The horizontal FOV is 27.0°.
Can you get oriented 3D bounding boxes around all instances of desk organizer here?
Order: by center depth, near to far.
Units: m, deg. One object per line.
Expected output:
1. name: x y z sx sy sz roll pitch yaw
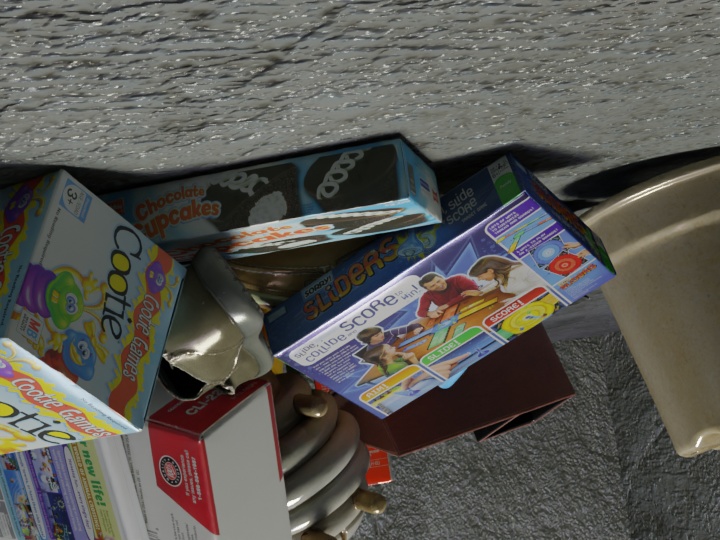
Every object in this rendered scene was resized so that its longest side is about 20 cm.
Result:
1. desk organizer: 0.074 0.102 1.223 0.198 0.078 0.072 -14 161 -36

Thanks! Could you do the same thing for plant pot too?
1. plant pot: 0.271 0.031 1.106 0.198 0.185 0.201 -16 167 -4

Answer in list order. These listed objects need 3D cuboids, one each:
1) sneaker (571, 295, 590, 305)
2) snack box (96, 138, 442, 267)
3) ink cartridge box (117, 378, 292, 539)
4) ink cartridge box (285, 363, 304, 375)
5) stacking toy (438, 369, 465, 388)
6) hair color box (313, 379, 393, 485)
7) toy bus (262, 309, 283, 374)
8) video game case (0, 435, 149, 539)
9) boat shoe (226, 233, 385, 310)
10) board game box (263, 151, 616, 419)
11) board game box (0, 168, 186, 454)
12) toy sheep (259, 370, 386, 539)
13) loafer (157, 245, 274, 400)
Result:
1. sneaker: 0.127 0.001 1.276 0.110 0.078 0.199 9 157 -41
2. snack box: -0.058 -0.034 0.886 0.198 0.038 0.116 -10 173 12
3. ink cartridge box: -0.156 0.137 1.059 0.198 0.146 0.084 11 -150 32
4. ink cartridge box: -0.019 0.028 1.198 0.059 0.105 0.199 -13 173 30
5. stacking toy: 0.000 0.000 1.086 0.198 0.117 0.110 12 138 -19
6. hair color box: -0.014 0.097 1.385 0.060 0.202 0.102 -8 174 -1
7. toy bus: -0.186 0.061 1.265 0.198 0.137 0.192 -12 157 17
8. video game case: -0.241 0.098 1.015 0.180 0.202 0.022 1 -156 29
9. boat shoe: -0.002 -0.024 0.999 0.198 0.072 0.076 -6 148 -17
10. board game box: 0.053 0.017 0.988 0.199 0.035 0.135 -33 142 18
11. board game box: -0.211 0.033 0.828 0.198 0.106 0.103 -13 141 35
12. toy sheep: -0.052 0.152 1.128 0.137 0.201 0.138 -25 -166 7
13. loafer: -0.101 0.039 0.916 0.069 0.075 0.200 -36 168 -10
